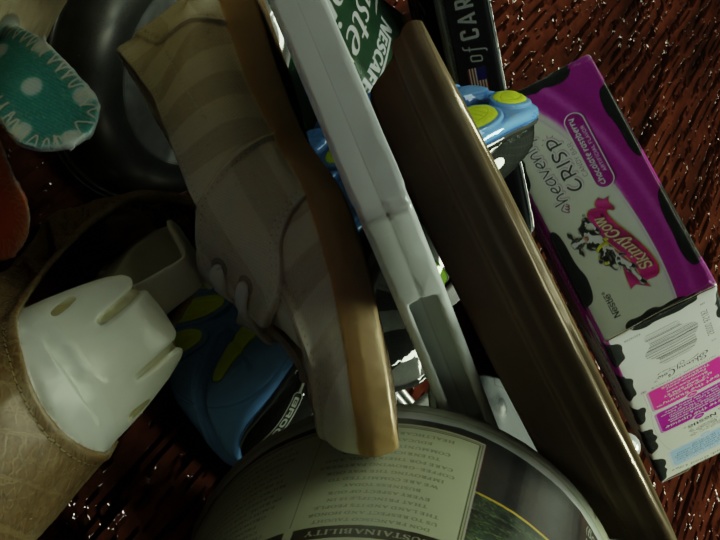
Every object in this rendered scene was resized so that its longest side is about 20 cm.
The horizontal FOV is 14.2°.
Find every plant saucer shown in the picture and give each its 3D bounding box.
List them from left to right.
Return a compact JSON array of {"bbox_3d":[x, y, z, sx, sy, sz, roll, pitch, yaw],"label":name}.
[{"bbox_3d":[0.053,0.009,0.982,0.200,0.029,0.200,62,4,-8],"label":"plant saucer"}]

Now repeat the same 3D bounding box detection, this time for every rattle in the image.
[{"bbox_3d":[-0.141,-0.118,0.927,0.143,0.130,0.200,42,50,-32],"label":"rattle"}]

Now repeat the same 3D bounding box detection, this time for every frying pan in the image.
[{"bbox_3d":[-0.050,-0.112,1.044,0.031,0.190,0.115,25,1,42],"label":"frying pan"}]

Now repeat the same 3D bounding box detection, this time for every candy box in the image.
[{"bbox_3d":[0.128,0.004,1.393,0.137,0.061,0.200,64,3,27],"label":"candy box"}]

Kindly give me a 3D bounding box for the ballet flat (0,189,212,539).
[{"bbox_3d":[-0.084,0.021,0.903,0.068,0.072,0.200,58,19,-11],"label":"ballet flat"}]

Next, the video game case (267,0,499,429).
[{"bbox_3d":[0.004,-0.026,0.929,0.200,0.017,0.143,67,1,-59],"label":"video game case"}]

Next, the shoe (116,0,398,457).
[{"bbox_3d":[-0.032,-0.016,0.918,0.070,0.053,0.200,74,-3,-49],"label":"shoe"}]

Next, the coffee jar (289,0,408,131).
[{"bbox_3d":[-0.044,-0.099,1.141,0.200,0.085,0.104,49,35,-39],"label":"coffee jar"}]

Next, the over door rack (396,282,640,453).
[{"bbox_3d":[0.063,0.030,1.306,0.148,0.067,0.200,52,22,-35],"label":"over door rack"}]

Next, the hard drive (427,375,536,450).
[{"bbox_3d":[0.074,0.157,1.152,0.140,0.033,0.200,35,47,-55],"label":"hard drive"}]

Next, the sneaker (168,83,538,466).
[{"bbox_3d":[0.000,0.000,1.085,0.200,0.071,0.083,-51,136,-32],"label":"sneaker"}]

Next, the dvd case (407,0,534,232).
[{"bbox_3d":[0.037,-0.115,1.252,0.200,0.025,0.151,-108,-175,-68],"label":"dvd case"}]

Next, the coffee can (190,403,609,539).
[{"bbox_3d":[-0.001,0.146,0.849,0.146,0.146,0.200,59,19,-16],"label":"coffee can"}]
